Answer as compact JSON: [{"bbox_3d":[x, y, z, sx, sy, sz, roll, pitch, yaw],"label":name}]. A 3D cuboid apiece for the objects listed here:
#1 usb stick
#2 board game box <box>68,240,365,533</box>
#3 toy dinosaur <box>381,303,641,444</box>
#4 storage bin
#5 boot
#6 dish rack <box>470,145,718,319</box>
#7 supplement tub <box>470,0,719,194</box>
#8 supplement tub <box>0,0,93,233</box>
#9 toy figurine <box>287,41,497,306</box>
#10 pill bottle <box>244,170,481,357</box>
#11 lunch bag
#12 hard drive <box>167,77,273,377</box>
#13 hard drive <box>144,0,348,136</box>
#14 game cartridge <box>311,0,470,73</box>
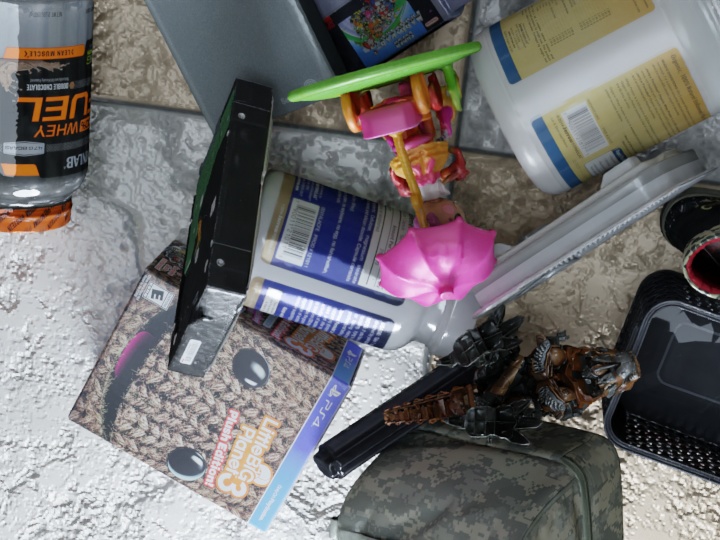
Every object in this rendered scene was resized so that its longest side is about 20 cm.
[{"bbox_3d":[0.049,0.111,1.314,0.199,0.055,0.033,-33,100,-14],"label":"usb stick"},{"bbox_3d":[-0.123,0.099,1.352,0.199,0.097,0.160,29,107,-1],"label":"board game box"},{"bbox_3d":[0.120,0.101,1.240,0.199,0.136,0.102,-35,71,9],"label":"toy dinosaur"},{"bbox_3d":[0.311,0.099,1.298,0.199,0.094,0.136,19,107,1],"label":"storage bin"},{"bbox_3d":[0.341,-0.013,1.229,0.202,0.154,0.074,6,107,6],"label":"boot"},{"bbox_3d":[0.178,-0.038,1.231,0.199,0.171,0.044,-34,84,25],"label":"dish rack"},{"bbox_3d":[0.201,-0.163,1.211,0.199,0.145,0.145,-27,101,14],"label":"supplement tub"},{"bbox_3d":[-0.285,-0.140,1.293,0.122,0.123,0.201,7,107,6],"label":"supplement tub"},{"bbox_3d":[0.044,-0.067,1.190,0.149,0.200,0.185,-14,96,12],"label":"toy figurine"},{"bbox_3d":[0.000,0.000,1.294,0.199,0.116,0.116,19,107,-5],"label":"pill bottle"},{"bbox_3d":[0.095,0.208,1.285,0.199,0.167,0.140,11,113,37],"label":"lunch bag"},{"bbox_3d":[-0.110,-0.033,1.241,0.038,0.201,0.140,13,145,-14],"label":"hard drive"},{"bbox_3d":[-0.106,-0.217,1.264,0.139,0.033,0.201,-16,108,36],"label":"hard drive"},{"bbox_3d":[-0.004,-0.227,1.240,0.199,0.038,0.130,-28,97,39],"label":"game cartridge"}]
